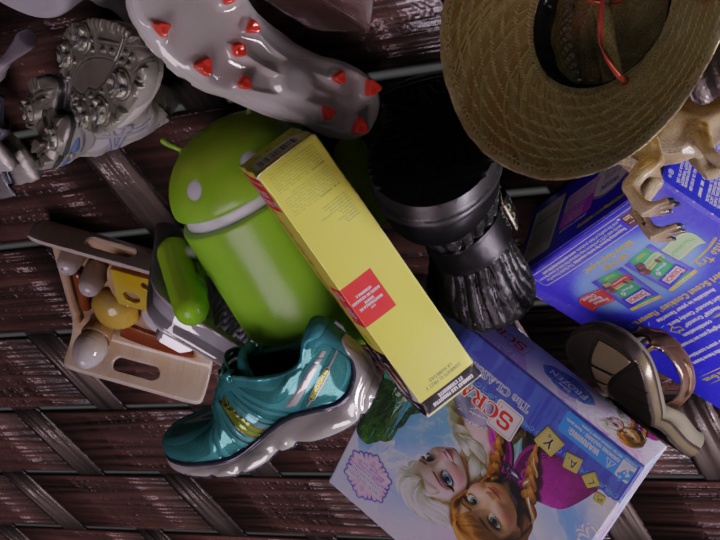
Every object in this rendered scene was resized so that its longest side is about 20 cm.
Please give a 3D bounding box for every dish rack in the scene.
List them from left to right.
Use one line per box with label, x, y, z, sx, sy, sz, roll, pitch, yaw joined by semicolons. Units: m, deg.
dish rack;-0.088;0.049;1.152;0.199;0.172;0.044;31;105;-16

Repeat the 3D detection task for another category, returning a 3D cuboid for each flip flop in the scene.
flip flop;0.200;0.074;0.994;0.081;0.058;0.200;38;179;36

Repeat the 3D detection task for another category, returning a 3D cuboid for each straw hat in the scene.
straw hat;0.145;-0.142;0.805;0.200;0.203;0.085;-17;164;42

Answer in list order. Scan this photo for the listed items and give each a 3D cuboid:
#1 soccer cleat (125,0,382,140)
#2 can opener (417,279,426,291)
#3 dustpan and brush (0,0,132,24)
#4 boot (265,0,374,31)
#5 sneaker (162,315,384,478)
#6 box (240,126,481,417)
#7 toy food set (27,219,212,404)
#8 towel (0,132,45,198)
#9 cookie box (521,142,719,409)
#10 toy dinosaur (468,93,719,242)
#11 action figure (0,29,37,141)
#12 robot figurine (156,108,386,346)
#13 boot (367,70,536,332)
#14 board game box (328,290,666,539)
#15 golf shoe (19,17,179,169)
soccer cleat;-0.075;-0.137;0.944;0.199;0.070;0.077;25;174;-33
can opener;0.000;0.024;1.161;0.198;0.067;0.053;18;150;-4
dustpan and brush;-0.200;-0.201;0.977;0.200;0.057;0.139;46;150;-21
boot;-0.057;-0.225;0.846;0.199;0.065;0.186;32;158;-9
sneaker;-0.073;0.087;1.040;0.199;0.078;0.080;-28;111;34
box;0.000;0.000;0.970;0.201;0.050;0.075;56;174;-17
toy food set;-0.213;0.042;1.296;0.142;0.061;0.201;15;146;10
towel;-0.380;-0.120;1.188;0.191;0.035;0.200;-10;136;37
cookie box;0.235;0.000;0.987;0.199;0.076;0.171;31;146;-14
toy dinosaur;0.166;-0.072;0.863;0.198;0.102;0.058;-10;155;-9
action figure;-0.341;-0.142;1.038;0.199;0.105;0.194;24;138;-16
robot figurine;-0.062;-0.028;1.052;0.175;0.116;0.201;-27;110;8
boot;0.063;-0.023;0.916;0.079;0.211;0.159;-10;114;10
board game box;0.092;0.143;1.067;0.200;0.041;0.200;38;125;20
golf shoe;-0.166;-0.129;1.016;0.097;0.079;0.200;-11;178;-31
